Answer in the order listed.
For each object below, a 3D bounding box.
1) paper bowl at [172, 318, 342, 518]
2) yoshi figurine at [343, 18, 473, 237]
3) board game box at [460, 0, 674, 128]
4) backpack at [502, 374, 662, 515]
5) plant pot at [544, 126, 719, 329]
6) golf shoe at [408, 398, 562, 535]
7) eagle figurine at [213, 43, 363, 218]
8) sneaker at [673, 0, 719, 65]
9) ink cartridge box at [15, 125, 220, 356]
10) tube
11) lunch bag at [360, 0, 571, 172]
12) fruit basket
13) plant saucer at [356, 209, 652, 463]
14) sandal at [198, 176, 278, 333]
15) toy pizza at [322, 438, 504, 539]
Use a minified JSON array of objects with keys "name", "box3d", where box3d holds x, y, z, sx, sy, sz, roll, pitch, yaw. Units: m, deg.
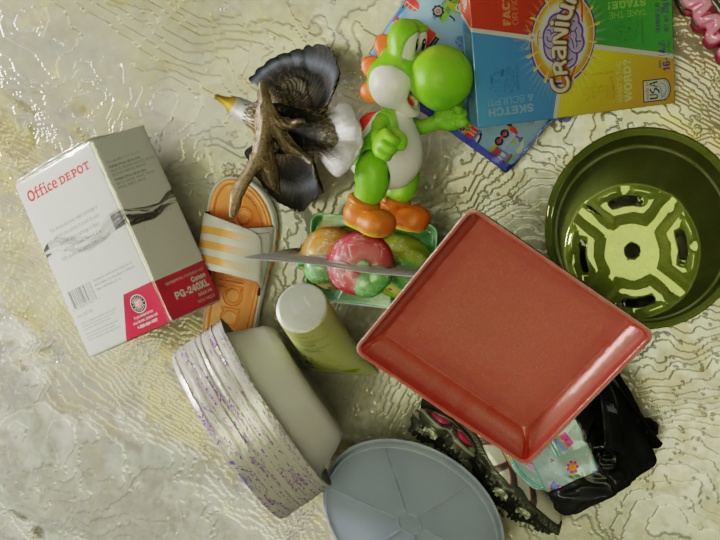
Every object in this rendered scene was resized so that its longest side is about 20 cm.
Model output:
[{"name":"paper bowl","box3d":[-0.093,0.138,1.642,0.104,0.201,0.201,-35,88,0]},{"name":"yoshi figurine","box3d":[0.051,-0.132,1.539,0.111,0.112,0.202,6,104,-12]},{"name":"board game box","box3d":[0.196,-0.224,1.554,0.198,0.040,0.154,-8,107,-8]},{"name":"backpack","box3d":[0.192,0.129,1.597,0.126,0.167,0.201,-31,83,20]},{"name":"plant pot","box3d":[0.260,-0.030,1.538,0.198,0.190,0.202,2,97,14]},{"name":"golf shoe","box3d":[0.143,0.185,1.653,0.200,0.077,0.088,45,70,-14]},{"name":"eagle figurine","box3d":[-0.073,-0.141,1.603,0.151,0.200,0.152,-34,90,11]},{"name":"sneaker","box3d":[0.380,-0.217,1.549,0.095,0.079,0.201,-34,90,4]},{"name":"ink cartridge box","box3d":[-0.252,-0.031,1.691,0.145,0.083,0.201,-22,92,42]},{"name":"tube","box3d":[-0.036,0.071,1.630,0.052,0.200,0.058,-42,68,-6]},{"name":"lunch bag","box3d":[0.123,-0.204,1.611,0.199,0.094,0.151,35,101,-5]},{"name":"fruit basket","box3d":[0.000,0.000,1.600,0.183,0.200,0.095,6,99,12]},{"name":"plant saucer","box3d":[0.128,0.056,1.476,0.199,0.037,0.200,34,126,-7]},{"name":"sandal","box3d":[-0.133,0.008,1.706,0.078,0.059,0.209,7,99,12]},{"name":"toy pizza","box3d":[0.056,0.250,1.681,0.198,0.032,0.202,12,124,18]}]
